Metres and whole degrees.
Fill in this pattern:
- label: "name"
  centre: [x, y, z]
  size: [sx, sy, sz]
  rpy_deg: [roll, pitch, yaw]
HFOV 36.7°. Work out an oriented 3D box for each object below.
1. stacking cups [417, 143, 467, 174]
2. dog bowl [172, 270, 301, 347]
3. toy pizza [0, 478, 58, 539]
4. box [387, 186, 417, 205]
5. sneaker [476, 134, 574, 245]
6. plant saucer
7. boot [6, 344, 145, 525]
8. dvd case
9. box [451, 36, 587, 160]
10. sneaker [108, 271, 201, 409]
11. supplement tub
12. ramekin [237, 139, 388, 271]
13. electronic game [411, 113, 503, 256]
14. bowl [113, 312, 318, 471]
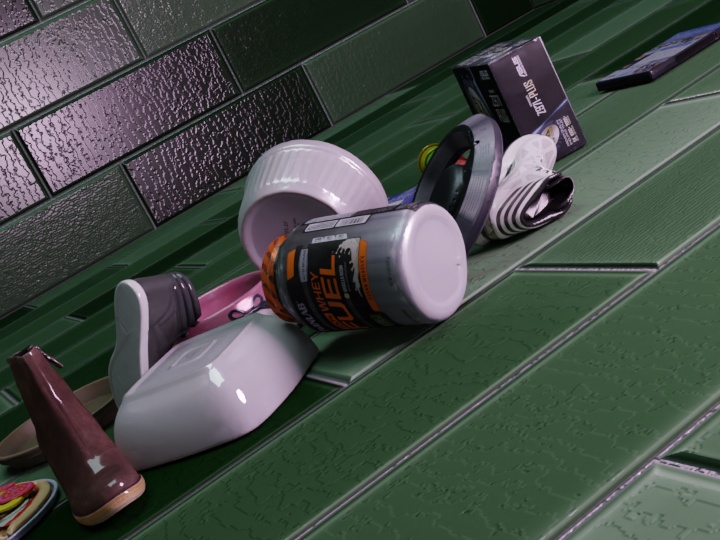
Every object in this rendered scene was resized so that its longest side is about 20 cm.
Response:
- label: "stacking cups"
  centre: [0.133, -0.155, 1.662]
  size: [0.060, 0.061, 0.200]
  rpy_deg: [-28, 14, 0]
- label: "dog bowl"
  centre: [-0.171, 0.070, 1.370]
  size: [0.199, 0.074, 0.200]
  rpy_deg: [-27, 13, 7]
- label: "toy pizza"
  centre: [-0.418, 0.277, 1.164]
  size: [0.199, 0.032, 0.200]
  rpy_deg: [-27, 13, 6]
- label: "box"
  centre: [0.005, -0.058, 1.600]
  size: [0.121, 0.033, 0.200]
  rpy_deg: [-17, 15, 41]
- label: "sneaker"
  centre: [0.213, -0.099, 1.273]
  size: [0.115, 0.076, 0.201]
  rpy_deg: [-6, 32, 41]
- label: "plant saucer"
  centre: [-0.381, 0.197, 1.411]
  size: [0.199, 0.030, 0.200]
  rpy_deg: [-27, 12, 6]
- label: "boot"
  centre: [-0.290, 0.156, 1.063]
  size: [0.072, 0.167, 0.200]
  rpy_deg: [-33, 13, -22]
- label: "dvd case"
  centre: [0.493, -0.346, 1.748]
  size: [0.199, 0.018, 0.142]
  rpy_deg: [-32, 14, -20]
- label: "box"
  centre: [0.223, -0.239, 1.557]
  size: [0.086, 0.165, 0.200]
  rpy_deg: [-28, 13, -4]
- label: "sneaker"
  centre: [-0.234, 0.089, 1.264]
  size: [0.071, 0.201, 0.099]
  rpy_deg: [32, 36, 33]
- label: "supplement tub"
  centre: [0.000, 0.000, 1.124]
  size: [0.199, 0.123, 0.122]
  rpy_deg: [-8, 22, 38]
- label: "ramekin"
  centre: [-0.067, -0.061, 1.418]
  size: [0.201, 0.203, 0.094]
  rpy_deg: [-21, 27, 29]
- label: "electronic game"
  centre: [0.105, -0.081, 1.228]
  size: [0.200, 0.041, 0.201]
  rpy_deg: [-160, 90, -74]
- label: "bowl"
  centre: [-0.163, 0.120, 1.159]
  size: [0.199, 0.075, 0.200]
  rpy_deg: [-22, 15, 29]
